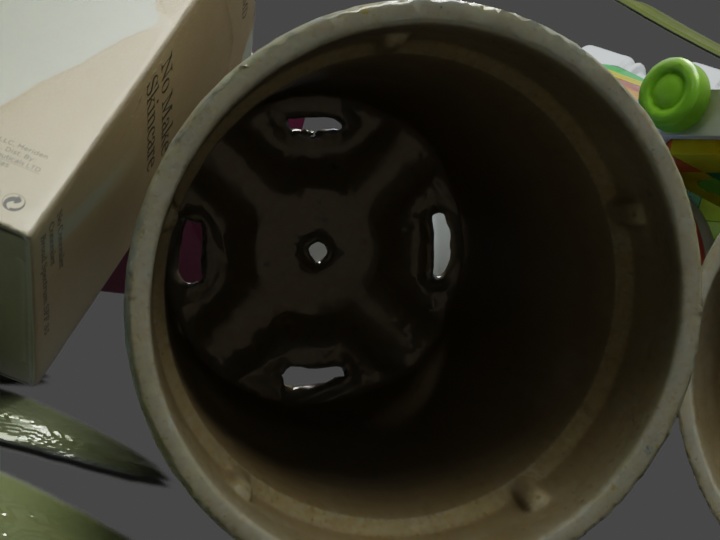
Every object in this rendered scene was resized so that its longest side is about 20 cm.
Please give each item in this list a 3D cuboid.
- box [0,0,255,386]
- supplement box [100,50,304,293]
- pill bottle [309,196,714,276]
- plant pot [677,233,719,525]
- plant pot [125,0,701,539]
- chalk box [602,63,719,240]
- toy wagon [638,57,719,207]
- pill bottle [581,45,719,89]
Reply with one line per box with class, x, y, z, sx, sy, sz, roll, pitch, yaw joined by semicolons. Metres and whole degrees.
box;-0.118;-0.063;1.071;0.077;0.095;0.200;20;52;13
supplement box;-0.117;-0.071;1.272;0.085;0.111;0.200;8;17;-34
pill bottle;0.054;0.001;1.189;0.199;0.113;0.112;8;16;-37
plant pot;0.249;0.047;1.133;0.200;0.201;0.183;21;4;18
plant pot;0.000;0.000;0.987;0.199;0.202;0.183;13;3;-14
chalk box;0.138;-0.021;1.353;0.124;0.124;0.200;4;19;-43
toy wagon;0.223;-0.052;1.190;0.199;0.040;0.155;4;-12;42
pill bottle;0.214;-0.063;1.633;0.199;0.115;0.114;22;14;17
